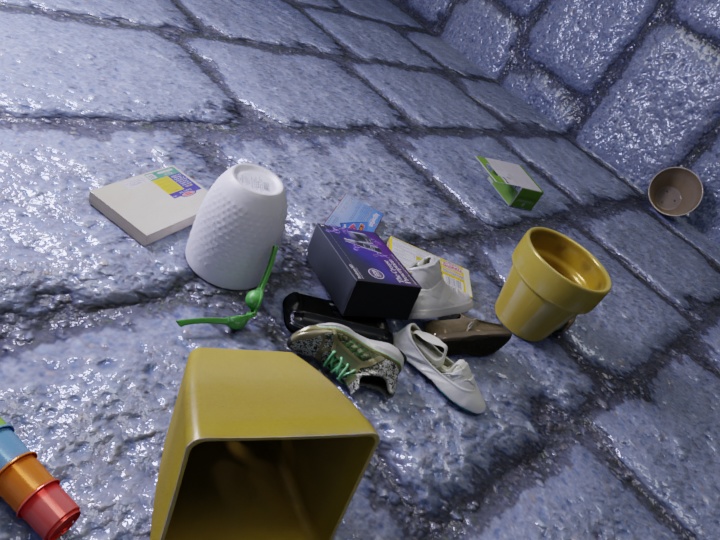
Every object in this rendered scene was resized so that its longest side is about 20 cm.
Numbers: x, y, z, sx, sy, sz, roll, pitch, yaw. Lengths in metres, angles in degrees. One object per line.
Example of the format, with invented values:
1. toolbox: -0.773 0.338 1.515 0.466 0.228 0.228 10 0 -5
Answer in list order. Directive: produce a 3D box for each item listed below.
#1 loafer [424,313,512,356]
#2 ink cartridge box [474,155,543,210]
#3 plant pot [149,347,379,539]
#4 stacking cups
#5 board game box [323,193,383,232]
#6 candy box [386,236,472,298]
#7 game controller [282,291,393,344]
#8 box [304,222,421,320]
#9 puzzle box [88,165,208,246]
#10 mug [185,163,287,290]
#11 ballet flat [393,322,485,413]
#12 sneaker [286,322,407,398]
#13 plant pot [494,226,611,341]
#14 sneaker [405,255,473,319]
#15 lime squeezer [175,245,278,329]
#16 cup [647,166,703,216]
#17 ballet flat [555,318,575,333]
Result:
1. loafer: 0.202 0.117 1.095 0.199 0.076 0.068 4 47 -33
2. ink cartridge box: 0.440 -0.271 1.787 0.199 0.076 0.148 5 41 -30
3. plant pot: -0.127 0.197 0.656 0.199 0.201 0.177 7 27 -29
4. stacking cups: -0.370 0.194 0.590 0.200 0.061 0.060 42 35 12
5. board game box: -0.018 -0.100 1.269 0.102 0.020 0.200 28 33 0
6. candy box: 0.148 -0.002 1.256 0.199 0.026 0.102 23 31 -10
7. game controller: -0.037 0.090 0.996 0.199 0.042 0.104 16 21 -21
8. box: 0.000 0.000 1.068 0.140 0.079 0.200 4 30 -30
9. puzzle box: -0.358 -0.122 1.037 0.133 0.026 0.200 36 34 10
10. mug: -0.197 -0.096 0.987 0.147 0.176 0.201 21 34 -13
11. ballet flat: 0.142 0.164 0.997 0.200 0.070 0.069 39 34 13
12. sneaker: -0.019 0.145 0.903 0.199 0.077 0.089 17 43 -14
13. plant pot: 0.387 0.042 1.229 0.200 0.189 0.201 20 34 -14
14. sneaker: 0.157 0.027 1.125 0.199 0.073 0.117 -4 89 -52
15. lime squeezer: -0.186 0.045 0.904 0.200 0.038 0.071 -42 94 -29
16. cup: 1.281 -0.311 2.389 0.200 0.201 0.143 40 7 16
17. ballet flat: 0.475 0.084 1.355 0.065 0.070 0.201 35 35 -17
